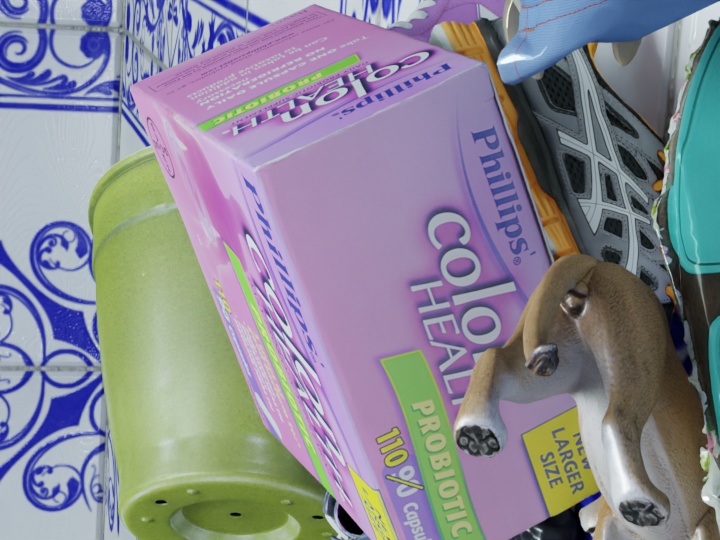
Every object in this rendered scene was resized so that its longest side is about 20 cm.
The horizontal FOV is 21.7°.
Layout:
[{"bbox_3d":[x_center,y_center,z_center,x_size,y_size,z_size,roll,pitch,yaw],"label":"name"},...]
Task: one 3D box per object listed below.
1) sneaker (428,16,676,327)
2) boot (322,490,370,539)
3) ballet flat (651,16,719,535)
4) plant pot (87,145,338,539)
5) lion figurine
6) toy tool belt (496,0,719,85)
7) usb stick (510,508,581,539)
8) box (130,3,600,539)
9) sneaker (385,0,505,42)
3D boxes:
[{"bbox_3d":[0.094,-0.020,0.753,0.078,0.077,0.201,117,133,-70],"label":"sneaker"},{"bbox_3d":[0.011,0.125,0.943,0.200,0.090,0.073,-54,50,47],"label":"boot"},{"bbox_3d":[0.134,0.011,0.600,0.064,0.075,0.202,40,-131,-64],"label":"ballet flat"},{"bbox_3d":[-0.065,0.056,1.071,0.201,0.199,0.194,114,161,-58],"label":"plant pot"},{"bbox_3d":[0.089,0.053,0.616,0.201,0.072,0.123,71,-153,-42],"label":"lion figurine"},{"bbox_3d":[0.078,-0.103,0.562,0.124,0.199,0.125,62,-151,-13],"label":"toy tool belt"},{"bbox_3d":[0.073,0.194,0.901,0.056,0.032,0.201,-100,16,-61],"label":"usb stick"},{"bbox_3d":[0.000,0.000,0.768,0.200,0.096,0.177,34,147,65],"label":"box"},{"bbox_3d":[0.037,-0.118,0.899,0.201,0.113,0.073,-105,20,-52],"label":"sneaker"}]
